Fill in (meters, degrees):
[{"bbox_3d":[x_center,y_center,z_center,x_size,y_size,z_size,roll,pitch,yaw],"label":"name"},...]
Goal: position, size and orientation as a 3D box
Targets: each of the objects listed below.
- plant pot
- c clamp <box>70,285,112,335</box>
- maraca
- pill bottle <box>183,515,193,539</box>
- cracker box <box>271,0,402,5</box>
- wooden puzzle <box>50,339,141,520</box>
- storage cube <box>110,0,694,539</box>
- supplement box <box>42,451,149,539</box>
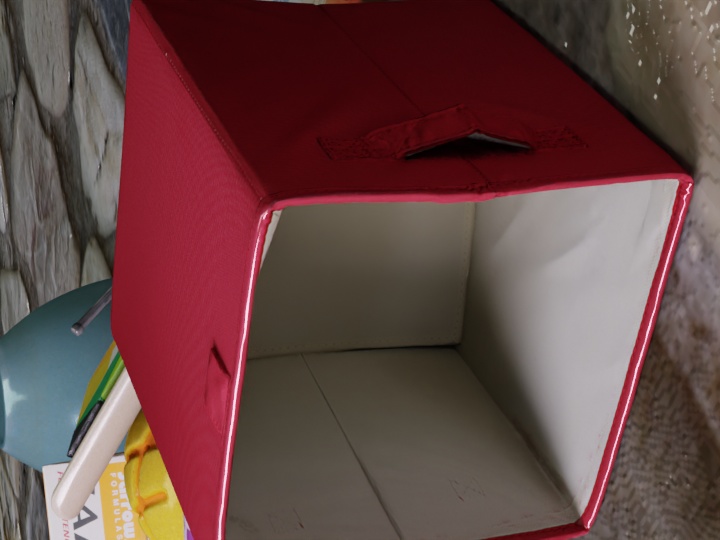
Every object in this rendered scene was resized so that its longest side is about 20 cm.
[{"bbox_3d":[-0.266,0.110,1.267,0.200,0.134,0.201,174,90,-67],"label":"plant pot"},{"bbox_3d":[-0.124,-0.054,0.912,0.027,0.171,0.200,35,150,3],"label":"c clamp"},{"bbox_3d":[-0.106,0.115,0.937,0.200,0.107,0.137,-101,18,-53],"label":"maraca"},{"bbox_3d":[-0.043,0.211,0.796,0.112,0.112,0.201,-164,71,-65],"label":"pill bottle"},{"bbox_3d":[-0.041,-0.189,0.722,0.200,0.058,0.134,64,150,17],"label":"cracker box"},{"bbox_3d":[-0.146,0.050,0.918,0.185,0.037,0.200,-59,8,11],"label":"wooden puzzle"},{"bbox_3d":[0.000,0.000,0.573,0.180,0.171,0.200,-124,36,-49],"label":"storage cube"},{"bbox_3d":[-0.173,0.200,1.046,0.200,0.073,0.126,57,-154,-83],"label":"supplement box"}]
